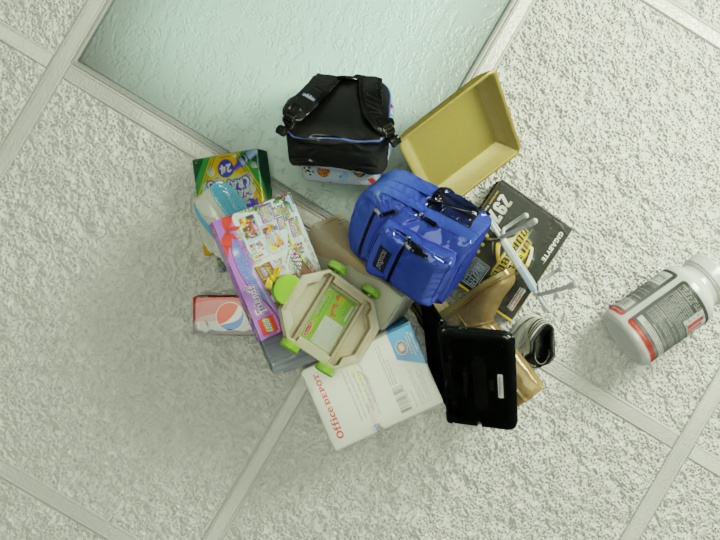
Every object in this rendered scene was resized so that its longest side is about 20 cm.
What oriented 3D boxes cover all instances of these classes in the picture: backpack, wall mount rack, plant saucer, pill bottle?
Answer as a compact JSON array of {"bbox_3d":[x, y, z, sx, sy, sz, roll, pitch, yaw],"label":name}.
[{"bbox_3d":[0.078,-0.058,1.144,0.199,0.168,0.163,34,129,12],"label":"backpack"},{"bbox_3d":[0.284,-0.024,1.189,0.074,0.174,0.201,-34,93,14],"label":"wall mount rack"},{"bbox_3d":[0.166,-0.223,1.251,0.199,0.200,0.049,-37,47,-1],"label":"plant saucer"},{"bbox_3d":[0.539,0.066,1.273,0.199,0.116,0.116,-35,91,-1],"label":"pill bottle"},{"bbox_3d":[-0.025,-0.243,1.226,0.198,0.155,0.192,9,52,3],"label":"backpack"}]

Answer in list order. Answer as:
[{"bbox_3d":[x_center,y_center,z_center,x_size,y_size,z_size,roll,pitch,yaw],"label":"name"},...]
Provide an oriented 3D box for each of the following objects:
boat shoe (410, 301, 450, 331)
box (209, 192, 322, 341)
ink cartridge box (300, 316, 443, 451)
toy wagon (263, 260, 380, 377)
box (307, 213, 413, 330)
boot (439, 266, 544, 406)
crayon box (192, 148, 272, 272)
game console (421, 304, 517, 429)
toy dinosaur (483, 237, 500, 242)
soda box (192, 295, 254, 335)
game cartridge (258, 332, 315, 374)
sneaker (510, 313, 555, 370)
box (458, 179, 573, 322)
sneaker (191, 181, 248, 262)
[{"bbox_3d":[0.114,0.034,1.293,0.076,0.072,0.201,-34,98,-18],"label":"boat shoe"},{"bbox_3d":[-0.138,-0.007,1.154,0.136,0.039,0.201,-23,92,-21],"label":"box"},{"bbox_3d":[0.015,0.187,1.245,0.199,0.145,0.148,-23,92,-1],"label":"ink cartridge box"},{"bbox_3d":[-0.065,0.062,1.131,0.199,0.040,0.156,36,76,-16],"label":"toy wagon"},{"bbox_3d":[0.000,0.000,1.233,0.200,0.095,0.078,39,122,14],"label":"box"},{"bbox_3d":[0.239,0.115,1.203,0.175,0.066,0.201,-41,80,38],"label":"boot"},{"bbox_3d":[-0.215,-0.101,1.267,0.125,0.052,0.202,-7,91,15],"label":"crayon box"},{"bbox_3d":[0.177,0.145,1.201,0.174,0.117,0.201,3,125,20],"label":"game console"},{"bbox_3d":[0.153,-0.076,1.250,0.198,0.103,0.077,9,54,24],"label":"toy dinosaur"},{"bbox_3d":[-0.191,0.078,1.280,0.198,0.063,0.071,0,91,-1],"label":"soda box"},{"bbox_3d":[-0.119,0.069,1.211,0.132,0.041,0.201,-17,53,-20],"label":"game cartridge"},{"bbox_3d":[0.270,0.167,1.267,0.075,0.115,0.201,31,90,-2],"label":"sneaker"},{"bbox_3d":[0.257,-0.035,1.299,0.159,0.049,0.201,35,90,0],"label":"box"},{"bbox_3d":[-0.208,-0.044,1.211,0.081,0.076,0.201,-30,88,36],"label":"sneaker"}]
